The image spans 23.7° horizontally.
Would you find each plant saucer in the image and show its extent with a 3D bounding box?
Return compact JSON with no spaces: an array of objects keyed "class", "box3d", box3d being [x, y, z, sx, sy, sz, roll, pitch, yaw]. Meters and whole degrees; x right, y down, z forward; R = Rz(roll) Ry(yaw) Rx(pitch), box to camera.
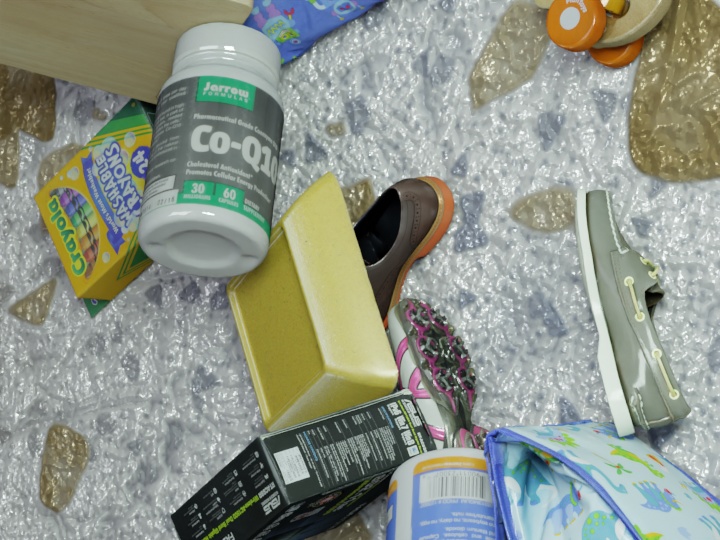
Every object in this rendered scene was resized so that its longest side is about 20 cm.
[{"class":"plant saucer","box3d":[-0.055,0.046,1.478,0.200,0.048,0.200,-47,54,53]}]

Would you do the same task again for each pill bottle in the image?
[{"class":"pill bottle","box3d":[0.072,0.244,1.282,0.112,0.112,0.200,-27,43,33]},{"class":"pill bottle","box3d":[-0.125,-0.105,1.473,0.113,0.113,0.200,-17,56,35]}]

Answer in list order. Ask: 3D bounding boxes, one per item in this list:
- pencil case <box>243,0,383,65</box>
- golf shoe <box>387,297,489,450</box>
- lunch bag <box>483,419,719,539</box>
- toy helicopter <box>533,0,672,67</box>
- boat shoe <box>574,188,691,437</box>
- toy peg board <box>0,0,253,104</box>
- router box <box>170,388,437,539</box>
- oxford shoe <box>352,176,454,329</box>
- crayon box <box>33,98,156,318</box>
[{"class":"pencil case","box3d":[-0.025,-0.253,1.515,0.200,0.087,0.078,-28,27,32]},{"class":"golf shoe","box3d":[0.057,0.121,1.427,0.092,0.073,0.200,-32,69,33]},{"class":"lunch bag","box3d":[0.189,0.196,1.261,0.127,0.170,0.200,-44,63,25]},{"class":"toy helicopter","box3d":[0.180,-0.267,1.362,0.132,0.079,0.200,-48,57,24]},{"class":"boat shoe","box3d":[0.207,0.027,1.325,0.060,0.072,0.202,-12,68,10]},{"class":"toy peg board","box3d":[-0.217,-0.252,1.527,0.199,0.200,0.098,137,142,-57]},{"class":"router box","box3d":[-0.050,0.178,1.414,0.200,0.150,0.062,-44,67,52]},{"class":"oxford shoe","box3d":[0.000,0.000,1.476,0.071,0.072,0.200,43,116,30]},{"class":"crayon box","box3d":[-0.243,-0.060,1.680,0.200,0.052,0.126,-41,64,28]}]
